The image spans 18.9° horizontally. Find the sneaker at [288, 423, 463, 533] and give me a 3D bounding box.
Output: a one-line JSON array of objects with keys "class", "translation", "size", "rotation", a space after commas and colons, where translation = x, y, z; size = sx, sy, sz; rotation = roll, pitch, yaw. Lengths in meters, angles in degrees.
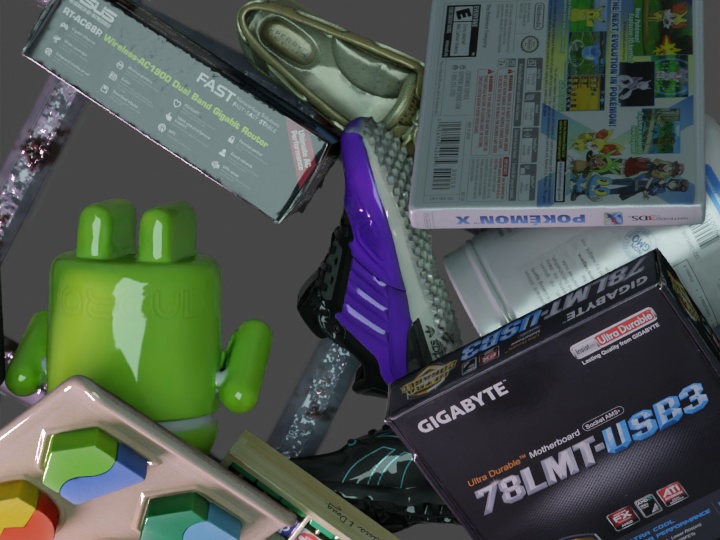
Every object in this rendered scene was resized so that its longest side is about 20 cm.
[{"class": "sneaker", "translation": [0.034, 0.134, 1.469], "size": [0.199, 0.075, 0.080], "rotation": [0, 64, 10]}]

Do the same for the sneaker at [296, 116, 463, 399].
[{"class": "sneaker", "translation": [0.000, 0.000, 1.437], "size": [0.099, 0.070, 0.201], "rotation": [-11, 109, 15]}]

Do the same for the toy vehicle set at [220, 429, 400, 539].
[{"class": "toy vehicle set", "translation": [-0.027, 0.205, 1.454], "size": [0.200, 0.027, 0.124], "rotation": [35, 131, 0]}]

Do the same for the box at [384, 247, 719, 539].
[{"class": "box", "translation": [0.150, 0.111, 1.357], "size": [0.199, 0.050, 0.199], "rotation": [-27, 117, 18]}]

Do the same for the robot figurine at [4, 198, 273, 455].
[{"class": "robot figurine", "translation": [-0.150, 0.055, 1.438], "size": [0.175, 0.116, 0.201], "rotation": [2, 97, 10]}]

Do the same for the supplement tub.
[{"class": "supplement tub", "translation": [0.169, -0.002, 1.412], "size": [0.199, 0.132, 0.132], "rotation": [-29, 92, 5]}]

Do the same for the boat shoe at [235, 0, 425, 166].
[{"class": "boat shoe", "translation": [0.006, -0.120, 1.446], "size": [0.200, 0.063, 0.073], "rotation": [35, 95, 0]}]

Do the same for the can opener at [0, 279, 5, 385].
[{"class": "can opener", "translation": [-0.267, 0.068, 1.411], "size": [0.066, 0.053, 0.201], "rotation": [2, 126, -3]}]

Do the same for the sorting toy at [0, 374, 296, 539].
[{"class": "sorting toy", "translation": [-0.170, 0.161, 1.407], "size": [0.185, 0.037, 0.200], "rotation": [36, 130, -28]}]

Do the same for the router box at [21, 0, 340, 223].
[{"class": "router box", "translation": [-0.110, -0.111, 1.409], "size": [0.200, 0.150, 0.062], "rotation": [34, 95, 0]}]

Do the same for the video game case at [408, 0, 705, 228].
[{"class": "video game case", "translation": [0.129, -0.107, 1.385], "size": [0.181, 0.201, 0.022], "rotation": [-1, 138, 9]}]
